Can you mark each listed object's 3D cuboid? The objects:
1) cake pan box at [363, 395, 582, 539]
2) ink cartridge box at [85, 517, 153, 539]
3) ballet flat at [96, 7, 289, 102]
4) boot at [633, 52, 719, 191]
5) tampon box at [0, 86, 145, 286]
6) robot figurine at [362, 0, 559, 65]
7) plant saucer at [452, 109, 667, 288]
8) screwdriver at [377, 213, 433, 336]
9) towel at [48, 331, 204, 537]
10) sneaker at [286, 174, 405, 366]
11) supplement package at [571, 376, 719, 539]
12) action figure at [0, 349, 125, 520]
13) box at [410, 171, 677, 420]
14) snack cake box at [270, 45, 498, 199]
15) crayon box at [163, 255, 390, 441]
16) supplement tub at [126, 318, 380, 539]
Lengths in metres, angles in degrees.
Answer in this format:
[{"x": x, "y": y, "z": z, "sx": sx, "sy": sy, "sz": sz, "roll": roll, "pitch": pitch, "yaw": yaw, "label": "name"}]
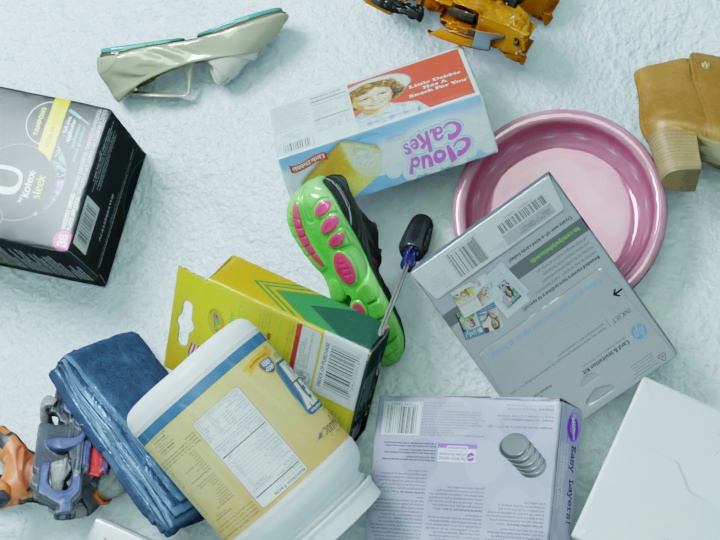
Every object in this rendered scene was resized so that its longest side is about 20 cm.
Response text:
[{"x": 0.092, "y": 0.205, "z": 1.565, "sx": 0.199, "sy": 0.052, "sz": 0.185, "roll": -3, "pitch": 73, "yaw": 32, "label": "cake pan box"}, {"x": -0.174, "y": 0.330, "z": 1.589, "sx": 0.199, "sy": 0.083, "sz": 0.146, "roll": 22, "pitch": 79, "yaw": 14, "label": "ink cartridge box"}, {"x": -0.162, "y": -0.209, "z": 1.759, "sx": 0.199, "sy": 0.069, "sz": 0.070, "roll": -12, "pitch": 73, "yaw": 7, "label": "ballet flat"}, {"x": 0.360, "y": -0.140, "z": 1.654, "sx": 0.200, "sy": 0.071, "sz": 0.145, "roll": 3, "pitch": 56, "yaw": -7, "label": "boot"}, {"x": -0.335, "y": -0.087, "z": 1.710, "sx": 0.199, "sy": 0.126, "sz": 0.151, "roll": 11, "pitch": 75, "yaw": 12, "label": "tampon box"}, {"x": 0.087, "y": -0.274, "z": 1.721, "sx": 0.199, "sy": 0.058, "sz": 0.145, "roll": 22, "pitch": 49, "yaw": 15, "label": "robot figurine"}, {"x": 0.188, "y": -0.050, "z": 1.660, "sx": 0.200, "sy": 0.051, "sz": 0.201, "roll": -3, "pitch": 74, "yaw": 9, "label": "plant saucer"}, {"x": 0.038, "y": 0.008, "z": 1.619, "sx": 0.028, "sy": 0.029, "sz": 0.200, "roll": 12, "pitch": 38, "yaw": 7, "label": "screwdriver"}, {"x": -0.194, "y": 0.146, "z": 1.637, "sx": 0.111, "sy": 0.049, "sz": 0.200, "roll": -21, "pitch": 65, "yaw": -45, "label": "towel"}, {"x": 0.000, "y": 0.000, "z": 1.628, "sx": 0.076, "sy": 0.201, "sz": 0.084, "roll": -4, "pitch": 28, "yaw": 30, "label": "sneaker"}, {"x": 0.306, "y": 0.210, "z": 1.536, "sx": 0.199, "sy": 0.111, "sz": 0.156, "roll": 24, "pitch": 80, "yaw": 14, "label": "supplement package"}, {"x": -0.301, "y": 0.171, "z": 1.669, "sx": 0.193, "sy": 0.105, "sz": 0.200, "roll": 5, "pitch": 45, "yaw": 4, "label": "action figure"}, {"x": 0.165, "y": 0.036, "z": 1.592, "sx": 0.156, "sy": 0.041, "sz": 0.200, "roll": -36, "pitch": 93, "yaw": 10, "label": "box"}, {"x": 0.020, "y": -0.133, "z": 1.672, "sx": 0.199, "sy": 0.067, "sz": 0.115, "roll": -18, "pitch": 29, "yaw": 3, "label": "snack cake box"}, {"x": -0.080, "y": 0.071, "z": 1.628, "sx": 0.199, "sy": 0.127, "sz": 0.051, "roll": 24, "pitch": 37, "yaw": 14, "label": "crayon box"}, {"x": -0.092, "y": 0.159, "z": 1.553, "sx": 0.145, "sy": 0.145, "sz": 0.200, "roll": -41, "pitch": 89, "yaw": -4, "label": "supplement tub"}]
